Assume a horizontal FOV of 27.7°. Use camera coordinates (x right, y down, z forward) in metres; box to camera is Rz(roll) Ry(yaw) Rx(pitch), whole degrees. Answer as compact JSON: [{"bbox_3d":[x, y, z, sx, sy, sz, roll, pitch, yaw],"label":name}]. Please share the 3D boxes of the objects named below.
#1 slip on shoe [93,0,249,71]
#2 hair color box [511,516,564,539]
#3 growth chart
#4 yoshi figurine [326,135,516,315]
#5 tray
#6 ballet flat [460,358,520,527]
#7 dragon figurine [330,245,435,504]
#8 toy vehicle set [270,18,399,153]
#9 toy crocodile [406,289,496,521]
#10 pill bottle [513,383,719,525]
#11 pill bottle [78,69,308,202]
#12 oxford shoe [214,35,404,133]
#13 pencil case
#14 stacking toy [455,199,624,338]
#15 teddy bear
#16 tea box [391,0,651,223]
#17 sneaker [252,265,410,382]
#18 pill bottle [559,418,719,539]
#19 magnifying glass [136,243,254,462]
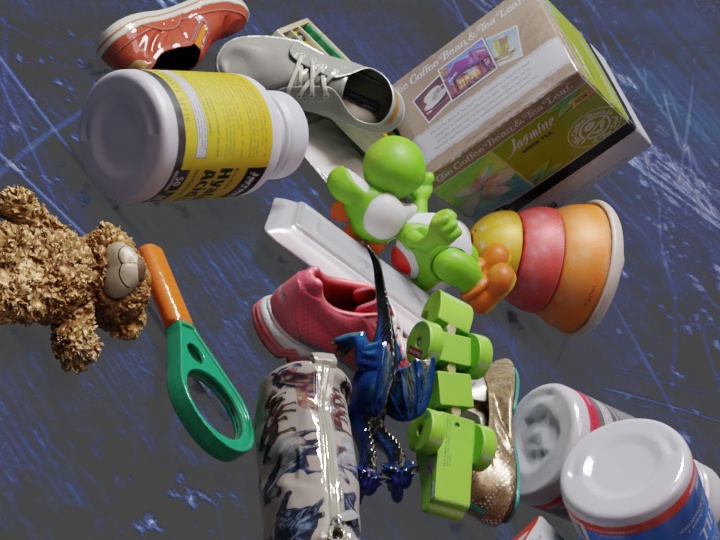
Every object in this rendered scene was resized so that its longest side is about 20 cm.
[{"bbox_3d":[-0.173,-0.220,1.409,0.061,0.074,0.200,54,37,4],"label":"slip on shoe"},{"bbox_3d":[0.181,0.304,1.159,0.200,0.064,0.111,47,23,5],"label":"hair color box"},{"bbox_3d":[-0.011,-0.105,1.498,0.200,0.018,0.144,52,32,15],"label":"growth chart"},{"bbox_3d":[0.065,-0.055,1.397,0.199,0.112,0.112,35,58,-12],"label":"yoshi figurine"},{"bbox_3d":[0.000,0.000,1.352,0.199,0.022,0.107,36,18,-10],"label":"tray"},{"bbox_3d":[0.105,0.138,1.288,0.065,0.071,0.201,19,32,-9],"label":"ballet flat"},{"bbox_3d":[0.021,0.088,1.178,0.059,0.202,0.099,13,3,-34],"label":"dragon figurine"},{"bbox_3d":[-0.010,-0.183,1.555,0.200,0.027,0.124,45,20,-3],"label":"toy vehicle set"},{"bbox_3d":[0.069,0.109,1.218,0.067,0.062,0.201,14,63,-28],"label":"toy crocodile"},{"bbox_3d":[0.232,0.185,1.326,0.199,0.111,0.111,24,35,-27],"label":"pill bottle"},{"bbox_3d":[-0.139,-0.118,1.278,0.199,0.111,0.112,-8,57,-52],"label":"pill bottle"},{"bbox_3d":[-0.048,-0.190,1.461,0.199,0.076,0.058,18,-3,-4],"label":"oxford shoe"},{"bbox_3d":[-0.035,0.154,1.083,0.077,0.090,0.201,24,35,-26],"label":"pencil case"},{"bbox_3d":[0.158,-0.019,1.504,0.199,0.147,0.147,13,39,-16],"label":"stacking toy"},{"bbox_3d":[-0.232,0.003,1.067,0.199,0.067,0.146,19,40,-33],"label":"teddy bear"},{"bbox_3d":[0.166,-0.161,1.544,0.196,0.199,0.134,29,32,-50],"label":"tea box"},{"bbox_3d":[0.008,0.058,1.252,0.199,0.087,0.074,24,35,-28],"label":"sneaker"},{"bbox_3d":[0.246,0.230,1.223,0.113,0.111,0.201,-88,156,-52],"label":"pill bottle"},{"bbox_3d":[-0.135,0.062,1.135,0.079,0.022,0.201,28,31,-53],"label":"magnifying glass"}]
